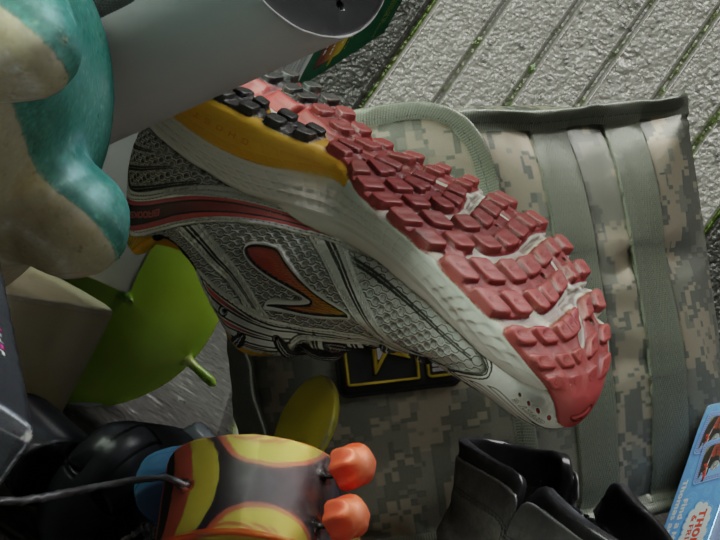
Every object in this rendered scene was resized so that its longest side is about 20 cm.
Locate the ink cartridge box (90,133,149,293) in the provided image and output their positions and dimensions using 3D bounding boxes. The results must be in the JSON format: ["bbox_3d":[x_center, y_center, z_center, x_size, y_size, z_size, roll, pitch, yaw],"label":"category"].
[{"bbox_3d":[-0.157,-0.091,1.000,0.199,0.085,0.145,25,22,-8],"label":"ink cartridge box"}]

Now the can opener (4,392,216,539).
[{"bbox_3d":[-0.071,0.079,0.944,0.079,0.063,0.200,58,10,17],"label":"can opener"}]

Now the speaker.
[{"bbox_3d":[-0.085,-0.081,0.826,0.199,0.082,0.081,-19,-38,40],"label":"speaker"}]

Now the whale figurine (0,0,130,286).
[{"bbox_3d":[-0.114,-0.069,0.705,0.159,0.104,0.200,43,-21,-5],"label":"whale figurine"}]

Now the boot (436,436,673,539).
[{"bbox_3d":[0.071,0.146,0.833,0.070,0.132,0.200,8,22,-47],"label":"boot"}]

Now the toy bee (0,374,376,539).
[{"bbox_3d":[-0.032,0.093,0.807,0.108,0.132,0.200,-10,-13,29],"label":"toy bee"}]

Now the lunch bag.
[{"bbox_3d":[0.035,0.022,0.969,0.199,0.165,0.117,-7,-2,-37],"label":"lunch bag"}]

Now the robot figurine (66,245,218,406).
[{"bbox_3d":[-0.135,-0.019,1.134,0.200,0.116,0.175,40,-3,40],"label":"robot figurine"}]

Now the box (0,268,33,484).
[{"bbox_3d":[-0.151,0.027,0.560,0.106,0.123,0.200,34,5,-16],"label":"box"}]

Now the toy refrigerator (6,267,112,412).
[{"bbox_3d":[-0.162,0.020,0.877,0.076,0.070,0.200,29,3,14],"label":"toy refrigerator"}]

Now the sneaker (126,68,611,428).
[{"bbox_3d":[0.000,0.000,0.857,0.200,0.083,0.078,33,22,34],"label":"sneaker"}]

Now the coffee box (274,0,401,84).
[{"bbox_3d":[-0.058,-0.120,1.006,0.123,0.044,0.200,29,22,6],"label":"coffee box"}]

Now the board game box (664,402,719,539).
[{"bbox_3d":[0.160,0.170,0.947,0.151,0.201,0.037,33,-27,-21],"label":"board game box"}]
